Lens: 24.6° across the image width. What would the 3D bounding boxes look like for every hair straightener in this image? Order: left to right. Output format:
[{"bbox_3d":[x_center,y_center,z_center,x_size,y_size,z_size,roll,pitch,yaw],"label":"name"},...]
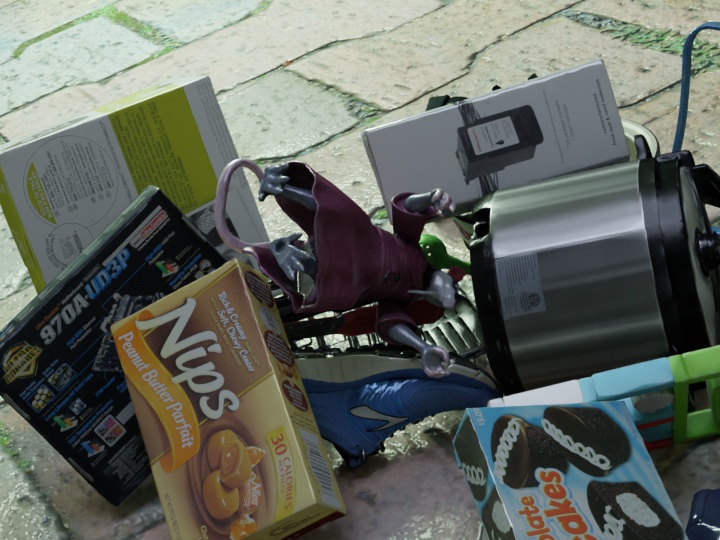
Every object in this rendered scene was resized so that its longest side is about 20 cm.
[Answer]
[{"bbox_3d":[-0.036,0.022,1.304,0.199,0.041,0.077,-12,59,-14],"label":"hair straightener"}]

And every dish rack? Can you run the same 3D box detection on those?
[{"bbox_3d":[0.003,0.056,1.375,0.199,0.055,0.153,-20,29,-8],"label":"dish rack"}]

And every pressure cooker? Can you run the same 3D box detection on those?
[{"bbox_3d":[0.194,0.010,1.225,0.199,0.176,0.179,-12,30,16],"label":"pressure cooker"}]

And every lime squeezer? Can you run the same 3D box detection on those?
[{"bbox_3d":[0.054,-0.017,1.471,0.070,0.038,0.200,0,10,-43],"label":"lime squeezer"}]

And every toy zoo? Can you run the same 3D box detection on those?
[{"bbox_3d":[0.162,0.104,1.134,0.199,0.131,0.021,-14,64,4],"label":"toy zoo"}]

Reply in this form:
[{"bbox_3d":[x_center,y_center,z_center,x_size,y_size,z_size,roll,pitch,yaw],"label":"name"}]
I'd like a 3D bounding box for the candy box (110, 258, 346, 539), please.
[{"bbox_3d":[-0.098,0.106,1.194,0.115,0.055,0.201,-27,63,14],"label":"candy box"}]

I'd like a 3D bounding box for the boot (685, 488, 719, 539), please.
[{"bbox_3d":[0.244,0.192,0.994,0.090,0.073,0.200,-16,20,19],"label":"boot"}]

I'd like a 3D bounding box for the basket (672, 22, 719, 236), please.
[{"bbox_3d":[0.350,-0.099,1.339,0.199,0.177,0.139,13,23,19],"label":"basket"}]

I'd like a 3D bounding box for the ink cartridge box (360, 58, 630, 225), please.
[{"bbox_3d":[0.113,-0.099,1.350,0.199,0.084,0.145,-16,-2,9],"label":"ink cartridge box"}]

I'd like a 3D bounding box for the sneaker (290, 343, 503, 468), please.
[{"bbox_3d":[0.011,0.104,1.271,0.199,0.090,0.079,-1,6,-7],"label":"sneaker"}]

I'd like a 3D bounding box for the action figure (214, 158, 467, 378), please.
[{"bbox_3d":[0.000,0.000,1.235,0.149,0.135,0.200,6,-9,43],"label":"action figure"}]

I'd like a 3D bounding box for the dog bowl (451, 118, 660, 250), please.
[{"bbox_3d":[0.174,-0.063,1.479,0.199,0.074,0.200,-13,27,7],"label":"dog bowl"}]

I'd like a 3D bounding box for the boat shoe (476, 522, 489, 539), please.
[{"bbox_3d":[0.105,0.216,1.018,0.073,0.065,0.200,20,40,-11],"label":"boat shoe"}]

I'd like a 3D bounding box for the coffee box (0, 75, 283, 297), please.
[{"bbox_3d":[-0.206,-0.046,1.469,0.197,0.201,0.200,-22,10,-12],"label":"coffee box"}]

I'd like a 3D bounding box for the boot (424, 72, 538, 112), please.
[{"bbox_3d":[0.142,-0.131,1.629,0.162,0.074,0.198,-5,29,13],"label":"boot"}]

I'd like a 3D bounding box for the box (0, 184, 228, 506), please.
[{"bbox_3d":[-0.178,0.059,1.293,0.200,0.159,0.046,-46,18,-11],"label":"box"}]

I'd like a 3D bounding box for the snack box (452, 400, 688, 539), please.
[{"bbox_3d":[0.140,0.167,1.001,0.116,0.037,0.200,-1,46,-21],"label":"snack box"}]
